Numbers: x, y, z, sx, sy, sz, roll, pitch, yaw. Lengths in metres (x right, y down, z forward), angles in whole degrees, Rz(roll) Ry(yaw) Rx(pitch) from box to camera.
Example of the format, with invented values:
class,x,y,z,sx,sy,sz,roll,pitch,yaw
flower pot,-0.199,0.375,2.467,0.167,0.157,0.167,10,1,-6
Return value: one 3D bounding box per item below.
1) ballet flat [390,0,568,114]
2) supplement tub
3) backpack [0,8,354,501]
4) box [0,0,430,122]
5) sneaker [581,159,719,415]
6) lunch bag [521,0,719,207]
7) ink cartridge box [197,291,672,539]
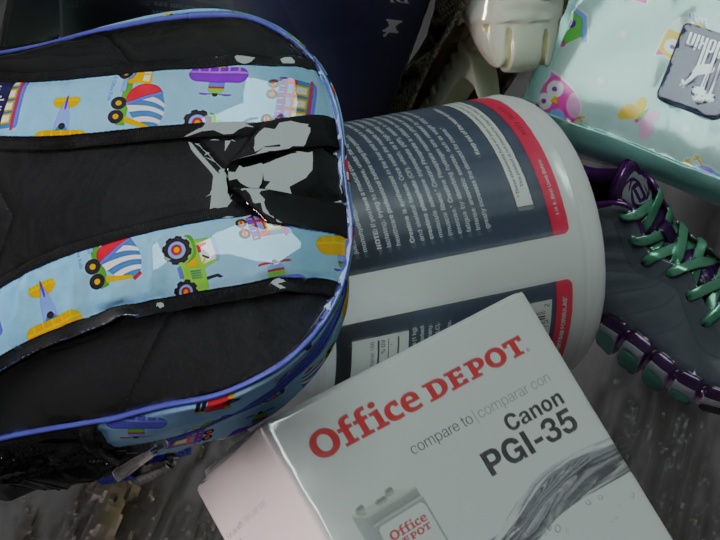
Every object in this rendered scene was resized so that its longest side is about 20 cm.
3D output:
class,x,y,z,sx,sy,sz,roll,pitch,yaw
ballet flat,0.062,-0.107,1.201,0.068,0.200,0.076,7,51,-21
supplement tub,0.000,0.000,1.117,0.199,0.141,0.141,-11,48,-21
backpack,-0.092,-0.007,0.957,0.199,0.135,0.183,-11,66,10
box,-0.071,-0.148,1.199,0.199,0.199,0.124,12,45,-9
sneaker,0.146,-0.001,1.184,0.200,0.088,0.074,28,47,17
lunch bag,0.183,-0.106,1.265,0.170,0.122,0.200,22,38,8
ink cartridge box,0.047,0.131,0.986,0.146,0.083,0.200,-26,80,-31
